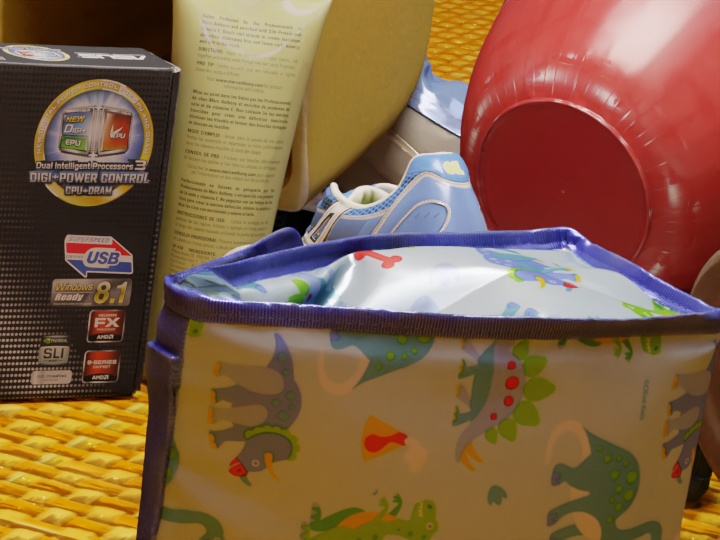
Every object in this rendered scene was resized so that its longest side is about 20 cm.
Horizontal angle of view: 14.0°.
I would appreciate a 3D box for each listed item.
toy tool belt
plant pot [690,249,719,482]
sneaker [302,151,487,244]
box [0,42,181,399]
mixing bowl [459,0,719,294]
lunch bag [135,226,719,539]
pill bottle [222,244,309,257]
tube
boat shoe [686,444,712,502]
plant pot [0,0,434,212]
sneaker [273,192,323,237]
[{"bbox_3d":[0.072,-0.061,1.587,0.199,0.123,0.125,28,2,12],"label":"toy tool belt"},{"bbox_3d":[0.237,0.039,1.242,0.174,0.202,0.200,-7,20,-23],"label":"plant pot"},{"bbox_3d":[0.000,0.000,1.407,0.075,0.078,0.200,0,-13,-39],"label":"sneaker"},{"bbox_3d":[-0.187,-0.022,1.327,0.199,0.161,0.044,0,17,-30],"label":"box"},{"bbox_3d":[0.123,-0.059,1.432,0.199,0.201,0.108,17,33,29],"label":"mixing bowl"},{"bbox_3d":[0.010,0.079,1.036,0.199,0.171,0.127,-4,19,-33],"label":"lunch bag"},{"bbox_3d":[0.035,0.049,1.258,0.199,0.120,0.120,0,17,-26],"label":"pill bottle"},{"bbox_3d":[-0.065,-0.042,1.389,0.052,0.201,0.058,20,20,33],"label":"tube"},{"bbox_3d":[0.095,0.051,1.398,0.199,0.062,0.075,24,16,37],"label":"boat shoe"},{"bbox_3d":[-0.056,-0.166,1.505,0.193,0.197,0.200,14,25,28],"label":"plant pot"},{"bbox_3d":[-0.102,-0.034,1.501,0.199,0.074,0.116,5,4,-13],"label":"sneaker"}]
